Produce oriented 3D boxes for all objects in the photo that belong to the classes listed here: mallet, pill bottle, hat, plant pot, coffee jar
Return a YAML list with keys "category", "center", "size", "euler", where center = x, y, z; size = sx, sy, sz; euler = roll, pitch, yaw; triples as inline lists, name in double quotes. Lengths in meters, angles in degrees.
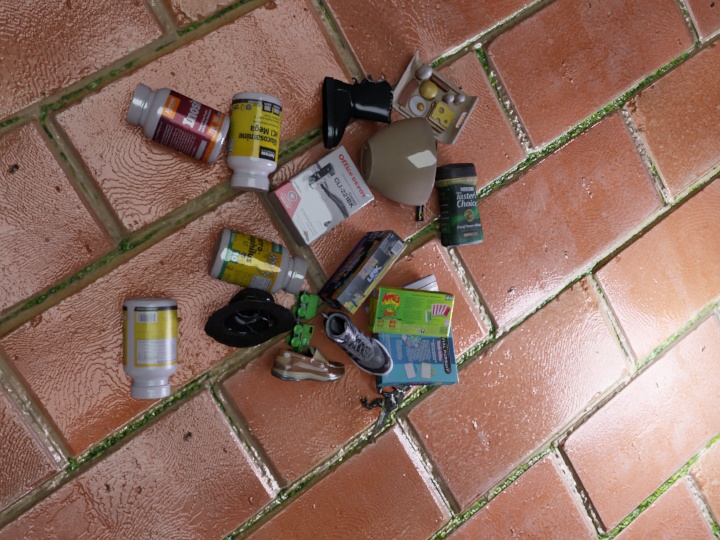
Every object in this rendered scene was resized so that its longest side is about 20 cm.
- category: "mallet"
  center: [0.159, -0.224, 1.702]
  size: [0.065, 0.041, 0.203]
  euler: [-6, 97, -16]
- category: "pill bottle"
  center: [-0.385, -0.314, 1.466]
  size: [0.198, 0.113, 0.114]
  euler: [21, 84, -19]
- category: "pill bottle"
  center: [-0.234, -0.278, 1.520]
  size: [0.111, 0.112, 0.203]
  euler: [5, 89, -19]
- category: "pill bottle"
  center: [-0.440, 0.160, 1.454]
  size: [0.111, 0.112, 0.203]
  euler: [0, 91, -19]
- category: "hat"
  center: [-0.245, 0.088, 1.515]
  size: [0.198, 0.201, 0.082]
  euler: [1, 57, -19]
- category: "pill bottle"
  center: [-0.223, -0.013, 1.527]
  size: [0.198, 0.113, 0.114]
  euler: [18, 85, -18]
- category: "plant pot"
  center: [0.075, -0.249, 1.586]
  size: [0.133, 0.200, 0.203]
  euler: [-2, 91, -16]
- category: "coffee jar"
  center: [0.241, -0.162, 1.703]
  size: [0.103, 0.085, 0.203]
  euler: [-8, 93, -19]

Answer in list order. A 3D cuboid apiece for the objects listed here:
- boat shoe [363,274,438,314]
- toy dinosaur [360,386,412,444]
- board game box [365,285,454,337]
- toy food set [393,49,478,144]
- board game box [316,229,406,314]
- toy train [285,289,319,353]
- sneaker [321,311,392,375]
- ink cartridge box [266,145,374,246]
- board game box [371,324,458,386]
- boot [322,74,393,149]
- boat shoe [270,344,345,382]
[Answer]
- category: "boat shoe"
  center: [0.103, 0.073, 1.670]
  size: [0.198, 0.072, 0.066]
  euler: [-24, 94, -26]
- category: "toy dinosaur"
  center: [0.055, 0.316, 1.668]
  size: [0.088, 0.047, 0.201]
  euler: [39, 82, -23]
- category: "board game box"
  center: [0.117, 0.096, 1.614]
  size: [0.198, 0.048, 0.103]
  euler: [6, 95, -24]
- category: "toy food set"
  center: [0.180, -0.420, 1.691]
  size: [0.199, 0.060, 0.145]
  euler: [32, 80, -17]
- category: "board game box"
  center: [0.000, 0.000, 1.578]
  size: [0.057, 0.165, 0.201]
  euler: [42, 78, -16]
- category: "toy train"
  center: [-0.138, 0.146, 1.599]
  size: [0.056, 0.042, 0.203]
  euler: [13, 88, -32]
- category: "sneaker"
  center: [-0.015, 0.163, 1.567]
  size: [0.199, 0.114, 0.076]
  euler: [40, 88, 15]
- category: "ink cartridge box"
  center: [-0.090, -0.170, 1.587]
  size: [0.199, 0.084, 0.145]
  euler: [-36, 102, -17]
- category: "board game box"
  center: [0.129, 0.198, 1.664]
  size: [0.197, 0.047, 0.153]
  euler: [3, 69, -20]
- category: "boot"
  center: [-0.006, -0.361, 1.591]
  size: [0.160, 0.074, 0.201]
  euler: [5, 64, -12]
- category: "boat shoe"
  center: [-0.111, 0.208, 1.561]
  size: [0.199, 0.075, 0.075]
  euler: [9, 90, -47]
